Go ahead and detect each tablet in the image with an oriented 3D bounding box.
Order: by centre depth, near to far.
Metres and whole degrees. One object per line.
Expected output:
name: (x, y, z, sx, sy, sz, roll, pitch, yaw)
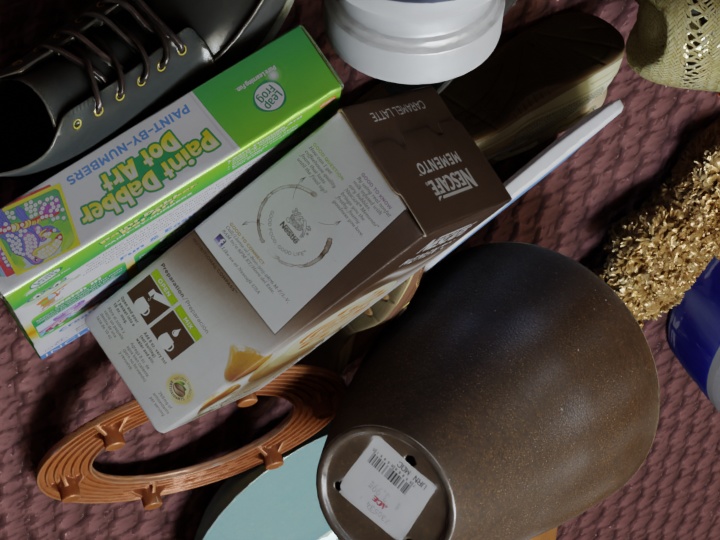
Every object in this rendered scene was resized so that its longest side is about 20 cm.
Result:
tablet: (0.089, -0.047, 1.417, 0.130, 0.014, 0.200, -39, 178, -8)

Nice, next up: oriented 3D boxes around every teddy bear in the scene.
teddy bear: (0.215, -0.011, 1.630, 0.200, 0.067, 0.145, -42, 150, 9)

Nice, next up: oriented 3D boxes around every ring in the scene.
ring: (-0.102, 0.108, 1.458, 0.200, 0.019, 0.200, -16, 161, -6)

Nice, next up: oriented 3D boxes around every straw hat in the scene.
straw hat: (0.199, -0.146, 1.382, 0.085, 0.201, 0.201, -1, 142, -1)

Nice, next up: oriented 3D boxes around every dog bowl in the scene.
dog bowl: (0.333, 0.026, 1.778, 0.200, 0.079, 0.200, -25, 146, -18)

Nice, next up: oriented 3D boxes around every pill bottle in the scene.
pill bottle: (0.029, -0.196, 1.162, 0.116, 0.116, 0.200, -23, 141, -22)

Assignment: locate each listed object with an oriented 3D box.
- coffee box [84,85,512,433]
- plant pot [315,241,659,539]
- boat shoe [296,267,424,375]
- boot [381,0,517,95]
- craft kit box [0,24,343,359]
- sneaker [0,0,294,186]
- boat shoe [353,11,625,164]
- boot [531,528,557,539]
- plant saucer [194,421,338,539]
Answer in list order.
coffee box: (-0.034, -0.006, 1.259, 0.200, 0.080, 0.114, -38, 173, 29)
plant pot: (0.060, 0.100, 1.450, 0.200, 0.187, 0.187, -33, 157, -56)
boat shoe: (0.000, 0.001, 1.422, 0.068, 0.072, 0.200, -39, 171, -31)
boot: (0.110, -0.177, 1.326, 0.174, 0.069, 0.200, -14, 149, -45)
craft kit box: (-0.105, -0.035, 1.246, 0.200, 0.049, 0.198, -32, 174, -9)
sneaker: (-0.110, -0.109, 1.154, 0.200, 0.075, 0.106, -45, 174, 14)
boat shoe: (0.070, -0.088, 1.393, 0.200, 0.072, 0.065, -26, 145, -26)
boot: (0.129, 0.154, 1.692, 0.155, 0.077, 0.200, -53, 124, -20)
plant saucer: (-0.039, 0.163, 1.635, 0.200, 0.036, 0.200, -25, 145, -19)
